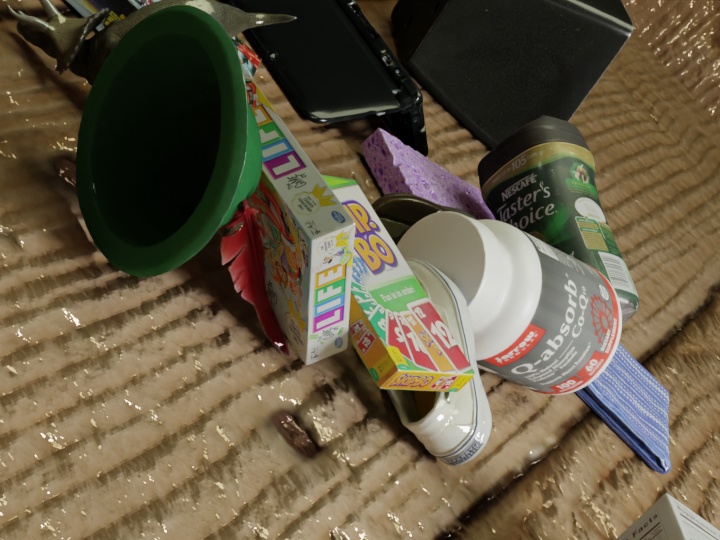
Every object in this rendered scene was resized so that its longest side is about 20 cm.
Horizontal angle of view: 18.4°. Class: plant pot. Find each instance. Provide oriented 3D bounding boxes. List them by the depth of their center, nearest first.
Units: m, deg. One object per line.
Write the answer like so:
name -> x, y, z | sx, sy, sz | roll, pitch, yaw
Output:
plant pot -> 0.145, -0.259, 2.360 | 0.177, 0.200, 0.200 | 25, 25, -20

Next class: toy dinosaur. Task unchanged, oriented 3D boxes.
toy dinosaur -> -0.140, -0.154, 1.564 | 0.102, 0.199, 0.077 | 84, -6, -51

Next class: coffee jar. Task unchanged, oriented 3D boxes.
coffee jar -> 0.172, -0.034, 1.974 | 0.085, 0.104, 0.200 | 14, 49, -40

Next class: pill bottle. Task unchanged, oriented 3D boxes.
pill bottle -> 0.116, 0.025, 1.790 | 0.200, 0.116, 0.116 | 23, 29, -50

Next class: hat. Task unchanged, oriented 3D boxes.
hat -> -0.072, -0.066, 1.438 | 0.176, 0.200, 0.166 | 7, 58, -41

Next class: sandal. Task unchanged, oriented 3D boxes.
sandal -> 0.071, -0.013, 1.869 | 0.200, 0.082, 0.055 | 24, 6, -36

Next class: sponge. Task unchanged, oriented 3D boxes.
sponge -> 0.087, -0.050, 2.019 | 0.200, 0.030, 0.112 | 26, 28, -47

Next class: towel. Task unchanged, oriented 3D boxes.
towel -> 0.239, 0.101, 2.060 | 0.145, 0.024, 0.200 | 45, 18, -8

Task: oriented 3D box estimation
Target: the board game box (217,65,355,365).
board game box -> -0.068, -0.051, 1.518 | 0.200, 0.034, 0.135 | 55, -23, 33

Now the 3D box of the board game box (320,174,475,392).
board game box -> 0.000, 0.000, 1.574 | 0.095, 0.030, 0.200 | 7, 43, -53

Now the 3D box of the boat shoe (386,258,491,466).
boat shoe -> 0.039, 0.055, 1.639 | 0.070, 0.071, 0.200 | 36, 27, -37

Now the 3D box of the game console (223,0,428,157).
game console -> -0.038, -0.190, 2.052 | 0.200, 0.116, 0.176 | 57, -10, 25

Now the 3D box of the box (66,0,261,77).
box -> -0.169, -0.205, 1.750 | 0.200, 0.040, 0.137 | 43, 17, -11

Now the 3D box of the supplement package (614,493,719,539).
supplement package -> 0.233, 0.273, 1.538 | 0.109, 0.114, 0.200 | 36, 22, -27
